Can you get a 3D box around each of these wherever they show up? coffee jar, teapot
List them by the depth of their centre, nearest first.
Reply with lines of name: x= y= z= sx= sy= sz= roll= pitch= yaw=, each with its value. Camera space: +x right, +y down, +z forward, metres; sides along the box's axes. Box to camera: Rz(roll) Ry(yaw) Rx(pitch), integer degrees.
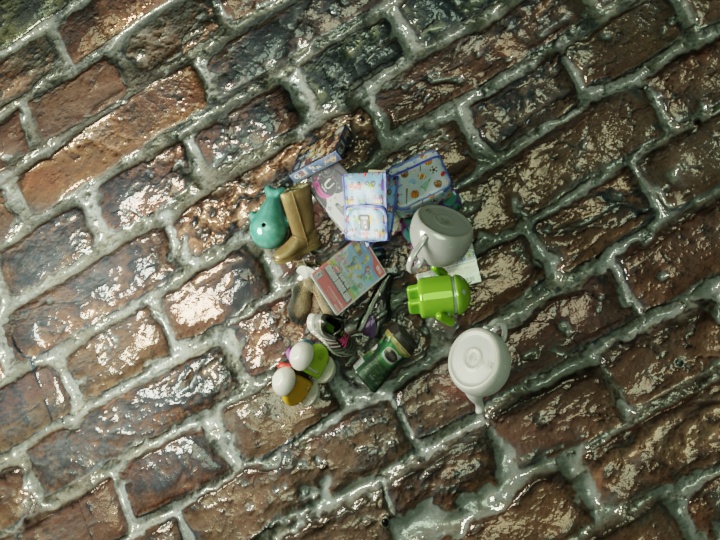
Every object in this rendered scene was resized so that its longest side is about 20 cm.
teapot: x=0.217 y=-0.077 z=1.492 sx=0.192 sy=0.200 sz=0.150 roll=8 pitch=125 yaw=-10
teapot: x=0.357 y=0.268 z=1.521 sx=0.198 sy=0.144 sz=0.202 roll=-38 pitch=48 yaw=25
coffee jar: x=0.074 y=0.259 z=1.589 sx=0.200 sy=0.085 sz=0.104 roll=-45 pitch=95 yaw=1

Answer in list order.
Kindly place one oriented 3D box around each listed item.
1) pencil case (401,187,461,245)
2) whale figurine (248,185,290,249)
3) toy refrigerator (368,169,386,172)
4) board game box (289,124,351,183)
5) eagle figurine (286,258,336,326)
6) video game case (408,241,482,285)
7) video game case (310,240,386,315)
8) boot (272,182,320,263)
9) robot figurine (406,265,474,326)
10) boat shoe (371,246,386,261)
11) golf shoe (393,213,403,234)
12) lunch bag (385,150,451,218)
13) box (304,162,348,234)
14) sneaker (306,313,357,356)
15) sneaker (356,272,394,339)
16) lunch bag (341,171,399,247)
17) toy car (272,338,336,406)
pencil case: x=0.214 y=-0.169 z=1.608 sx=0.198 sy=0.085 sz=0.093 roll=-40 pitch=87 yaw=-11
whale figurine: x=-0.287 y=-0.172 z=1.682 sx=0.153 sy=0.104 sz=0.209 roll=8 pitch=85 yaw=9
toy refrigerator: x=0.120 y=-0.272 z=1.655 sx=0.191 sy=0.076 sz=0.073 roll=4 pitch=83 yaw=9
board game box: x=-0.125 y=-0.361 z=1.639 sx=0.195 sy=0.035 sz=0.139 roll=-20 pitch=40 yaw=34
eagle figurine: x=-0.141 y=0.071 z=1.620 sx=0.146 sy=0.150 sz=0.209 roll=4 pitch=86 yaw=-27
video game case: x=0.258 y=-0.030 z=1.627 sx=0.192 sy=0.036 sz=0.189 roll=-14 pitch=82 yaw=6
video game case: x=-0.033 y=0.012 z=1.564 sx=0.198 sy=0.017 sz=0.145 roll=-38 pitch=102 yaw=-13
boot: x=-0.213 y=-0.144 z=1.623 sx=0.171 sy=0.066 sz=0.206 roll=-27 pitch=123 yaw=-24
robot figurine: x=0.233 y=0.075 z=1.543 sx=0.192 sy=0.117 sz=0.181 roll=-6 pitch=59 yaw=7
boat shoe: x=0.000 y=0.000 z=1.642 sx=0.196 sy=0.084 sz=0.071 roll=-31 pitch=61 yaw=17
golf shoe: x=0.079 y=-0.138 z=1.647 sx=0.200 sy=0.075 sz=0.092 roll=-45 pitch=83 yaw=2
lunch bag: x=0.163 y=-0.258 z=1.564 sx=0.194 sy=0.076 sz=0.165 roll=-21 pitch=67 yaw=3
box: x=-0.062 y=-0.228 z=1.654 sx=0.132 sy=0.115 sz=0.201 roll=-41 pitch=79 yaw=1
sneaker: x=-0.070 y=0.192 z=1.578 sx=0.199 sy=0.086 sz=0.075 roll=43 pitch=53 yaw=-28
sneaker: x=0.067 y=0.112 z=1.629 sx=0.085 sy=0.076 sz=0.205 roll=27 pitch=91 yaw=-5
lunch bag: x=0.026 y=-0.172 z=1.523 sx=0.146 sy=0.093 sz=0.209 roll=2 pitch=91 yaw=30
toy car: x=-0.183 y=0.297 z=1.602 sx=0.203 sy=0.174 sz=0.149 roll=-54 pitch=44 yaw=-1
